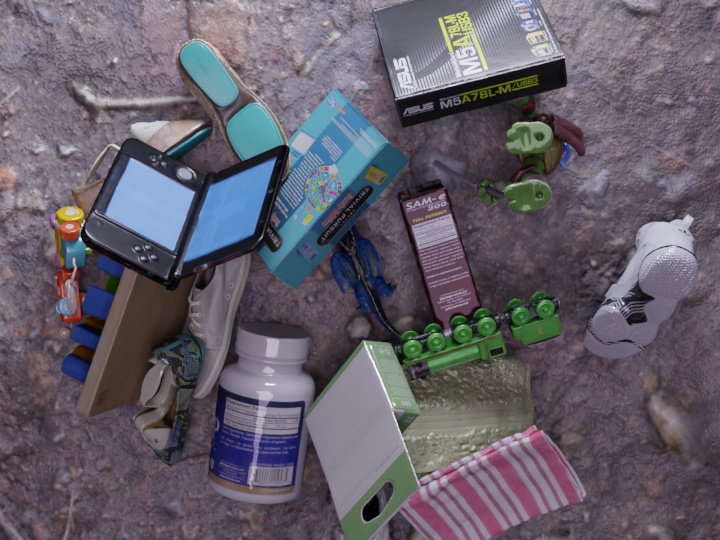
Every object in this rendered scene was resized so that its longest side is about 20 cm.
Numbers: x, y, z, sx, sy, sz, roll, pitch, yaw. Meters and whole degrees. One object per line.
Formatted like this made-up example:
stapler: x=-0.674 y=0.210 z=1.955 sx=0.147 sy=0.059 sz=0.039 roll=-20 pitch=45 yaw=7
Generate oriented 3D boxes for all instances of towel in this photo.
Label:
towel: x=0.113 y=0.174 z=1.513 sx=0.198 sy=0.037 sz=0.150 roll=-2 pitch=72 yaw=-12
towel: x=0.149 y=0.263 z=1.494 sx=0.199 sy=0.030 sz=0.147 roll=-28 pitch=133 yaw=12

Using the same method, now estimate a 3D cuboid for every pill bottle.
pill bottle: x=-0.118 y=0.171 z=1.568 sx=0.119 sy=0.120 sz=0.202 roll=8 pitch=98 yaw=-1

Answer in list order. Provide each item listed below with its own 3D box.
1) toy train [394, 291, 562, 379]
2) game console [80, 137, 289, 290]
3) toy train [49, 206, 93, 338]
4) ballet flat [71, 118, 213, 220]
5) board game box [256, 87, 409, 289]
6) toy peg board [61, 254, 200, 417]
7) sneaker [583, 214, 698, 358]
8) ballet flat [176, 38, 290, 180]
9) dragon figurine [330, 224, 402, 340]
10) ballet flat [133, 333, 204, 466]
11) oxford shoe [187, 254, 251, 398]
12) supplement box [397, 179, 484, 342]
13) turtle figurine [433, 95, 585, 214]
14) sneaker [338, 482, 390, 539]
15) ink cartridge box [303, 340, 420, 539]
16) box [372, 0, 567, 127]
toy train: x=0.138 y=0.077 z=1.485 sx=0.198 sy=0.042 sz=0.057 roll=-17 pitch=110 yaw=2
game console: x=-0.190 y=-0.088 z=1.418 sx=0.171 sy=0.201 sz=0.119 roll=28 pitch=126 yaw=-13
toy train: x=-0.331 y=0.000 z=1.521 sx=0.055 sy=0.200 sz=0.152 roll=-5 pitch=86 yaw=-18
ballet flat: x=-0.270 y=-0.136 z=1.552 sx=0.200 sy=0.068 sz=0.067 roll=-39 pitch=89 yaw=4
board game box: x=-0.053 y=-0.098 z=1.514 sx=0.200 sy=0.151 sz=0.047 roll=-48 pitch=130 yaw=8
toy peg board: x=-0.287 y=0.050 z=1.523 sx=0.097 sy=0.199 sz=0.202 roll=22 pitch=99 yaw=13
sneaker: x=0.347 y=0.019 z=1.567 sx=0.075 sy=0.115 sz=0.200 roll=31 pitch=132 yaw=-4
ballet flat: x=-0.148 y=-0.189 z=1.539 sx=0.070 sy=0.065 sz=0.201 roll=-32 pitch=89 yaw=-3
dragon figurine: x=0.000 y=0.000 z=1.533 sx=0.058 sy=0.099 sz=0.201 roll=-26 pitch=63 yaw=6
ballet flat: x=-0.243 y=0.163 z=1.564 sx=0.074 sy=0.074 sz=0.201 roll=13 pitch=121 yaw=-1
oxford shoe: x=-0.186 y=0.057 z=1.569 sx=0.057 sy=0.075 sz=0.202 roll=11 pitch=98 yaw=-28
supplement box: x=0.101 y=-0.002 z=1.546 sx=0.060 sy=0.109 sz=0.202 roll=-16 pitch=98 yaw=2
turtle figurine: x=0.159 y=-0.142 z=1.482 sx=0.199 sy=0.194 sz=0.145 roll=31 pitch=106 yaw=-8
sneaker: x=0.007 y=0.335 z=1.613 sx=0.074 sy=0.081 sz=0.202 roll=-4 pitch=100 yaw=-1
ink cartridge box: x=0.012 y=0.201 z=1.450 sx=0.048 sy=0.201 sz=0.146 roll=9 pitch=133 yaw=-37
box: x=0.120 y=-0.257 z=1.469 sx=0.191 sy=0.201 sz=0.048 roll=-12 pitch=132 yaw=2
